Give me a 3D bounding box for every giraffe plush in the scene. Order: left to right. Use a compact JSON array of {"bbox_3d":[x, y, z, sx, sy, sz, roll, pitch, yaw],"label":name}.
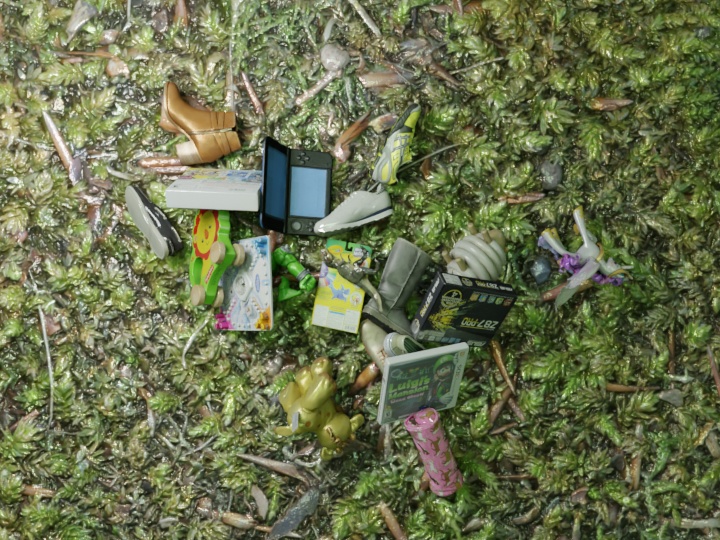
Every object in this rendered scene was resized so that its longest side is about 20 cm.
[{"bbox_3d":[-0.081,0.324,1.264,0.172,0.202,0.162,-36,115,28],"label":"giraffe plush"}]

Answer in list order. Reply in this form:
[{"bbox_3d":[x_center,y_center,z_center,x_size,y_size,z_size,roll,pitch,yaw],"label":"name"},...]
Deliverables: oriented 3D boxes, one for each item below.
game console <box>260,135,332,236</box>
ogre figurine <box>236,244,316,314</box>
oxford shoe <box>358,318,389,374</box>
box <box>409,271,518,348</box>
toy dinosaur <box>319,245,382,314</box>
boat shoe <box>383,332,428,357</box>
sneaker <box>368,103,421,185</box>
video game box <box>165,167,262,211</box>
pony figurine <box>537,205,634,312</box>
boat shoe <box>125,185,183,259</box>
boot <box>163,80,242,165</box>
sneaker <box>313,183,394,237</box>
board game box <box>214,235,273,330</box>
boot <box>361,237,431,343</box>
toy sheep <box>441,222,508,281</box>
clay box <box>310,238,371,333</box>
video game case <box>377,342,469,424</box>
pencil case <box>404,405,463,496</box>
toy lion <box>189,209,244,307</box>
[{"bbox_3d":[-0.142,-0.186,1.282,0.167,0.118,0.205,3,88,-12],"label":"game console"},{"bbox_3d":[-0.206,0.018,1.292,0.198,0.098,0.122,-21,87,33],"label":"ogre figurine"},{"bbox_3d":[0.063,0.200,1.304,0.070,0.074,0.202,-34,89,-2],"label":"oxford shoe"},{"bbox_3d":[0.228,0.091,1.252,0.196,0.049,0.163,10,125,-24],"label":"box"},{"bbox_3d":[0.000,0.000,1.269,0.199,0.047,0.089,41,96,17],"label":"toy dinosaur"},{"bbox_3d":[0.132,0.207,1.270,0.199,0.062,0.073,38,66,-31],"label":"boat shoe"},{"bbox_3d":[0.094,-0.296,1.333,0.076,0.075,0.202,28,98,-7],"label":"sneaker"},{"bbox_3d":[-0.312,-0.184,1.263,0.196,0.183,0.048,3,117,0],"label":"video game box"},{"bbox_3d":[0.502,-0.020,1.296,0.191,0.167,0.201,-32,73,-10],"label":"pony figurine"},{"bbox_3d":[-0.481,-0.118,1.315,0.060,0.074,0.201,-23,67,-41],"label":"boat shoe"},{"bbox_3d":[-0.368,-0.357,1.324,0.152,0.074,0.204,-15,100,0],"label":"boot"},{"bbox_3d":[-0.021,-0.137,1.316,0.197,0.076,0.082,-20,92,-16],"label":"sneaker"},{"bbox_3d":[-0.269,0.033,1.265,0.198,0.026,0.204,-5,87,43],"label":"board game box"},{"bbox_3d":[0.111,0.053,1.315,0.181,0.072,0.202,38,68,-20],"label":"boot"},{"bbox_3d":[0.258,-0.017,1.288,0.200,0.138,0.138,-43,89,-7],"label":"toy sheep"},{"bbox_3d":[-0.043,0.036,1.322,0.113,0.048,0.204,11,86,0],"label":"clay box"},{"bbox_3d":[0.138,0.252,1.250,0.196,0.023,0.185,-8,124,-20],"label":"video game case"},{"bbox_3d":[0.166,0.408,1.266,0.081,0.087,0.203,-22,106,2],"label":"pencil case"},{"bbox_3d":[-0.343,-0.049,1.282,0.202,0.068,0.193,-57,48,27],"label":"toy lion"}]
